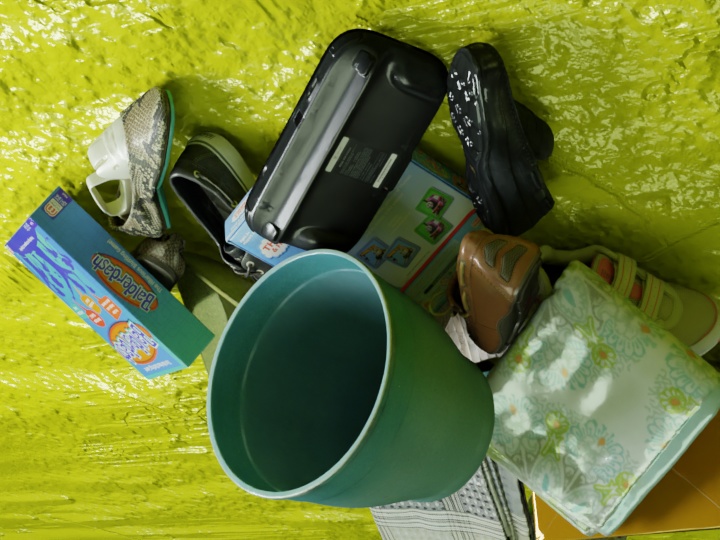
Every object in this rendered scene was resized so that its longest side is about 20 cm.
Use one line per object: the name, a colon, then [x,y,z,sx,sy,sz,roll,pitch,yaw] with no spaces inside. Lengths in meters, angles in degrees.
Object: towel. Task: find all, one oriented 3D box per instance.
towel: [0.077,0.215,1.335,0.198,0.035,0.194,0,120,34]
towel: [0.195,0.116,1.131,0.171,0.048,0.201,38,120,7]

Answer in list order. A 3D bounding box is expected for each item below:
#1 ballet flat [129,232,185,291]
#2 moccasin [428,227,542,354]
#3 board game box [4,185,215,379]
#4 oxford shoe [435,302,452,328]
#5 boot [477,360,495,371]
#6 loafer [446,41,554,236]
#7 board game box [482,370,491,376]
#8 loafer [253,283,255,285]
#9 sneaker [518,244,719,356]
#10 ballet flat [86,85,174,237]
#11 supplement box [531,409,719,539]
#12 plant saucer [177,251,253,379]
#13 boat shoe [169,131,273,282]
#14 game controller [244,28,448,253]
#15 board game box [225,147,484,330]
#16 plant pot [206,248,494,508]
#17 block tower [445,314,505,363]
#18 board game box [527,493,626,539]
ballet flat: [-0.209,-0.002,1.303,0.067,0.047,0.200,30,160,-11]
moccasin: [0.103,0.018,1.092,0.077,0.074,0.201,28,171,12]
board game box: [-0.244,0.018,1.265,0.200,0.045,0.152,44,157,-11]
oxford shoe: [0.000,0.000,1.206,0.198,0.075,0.071,20,151,-10]
boot: [0.068,0.136,1.421,0.198,0.074,0.155,5,142,13]
loafer: [0.113,-0.103,1.017,0.070,0.068,0.201,-25,141,-4]
board game box: [0.203,0.110,1.278,0.134,0.029,0.199,-14,165,37]
loafer: [-0.027,0.044,1.287,0.198,0.077,0.068,-2,151,24]
sneaker: [0.224,0.029,1.162,0.198,0.082,0.089,9,151,6]
ballet flat: [-0.201,-0.085,1.145,0.074,0.068,0.200,-7,154,-13]
supplement box: [0.289,0.184,1.264,0.196,0.134,0.199,-12,165,31]
plant saucer: [-0.107,0.083,1.282,0.200,0.048,0.202,32,142,57]
boat shoe: [-0.100,-0.028,1.161,0.068,0.057,0.201,-12,121,44]
game controller: [-0.012,-0.094,1.029,0.103,0.042,0.201,11,127,-30]
board game box: [0.009,-0.040,1.115,0.199,0.037,0.151,29,117,-26]
plant pot: [0.006,0.108,1.095,0.199,0.202,0.187,-14,152,38]
block tower: [0.084,0.073,1.295,0.054,0.058,0.199,-13,174,-45]
board game box: [0.228,0.281,1.433,0.104,0.201,0.103,29,149,6]
